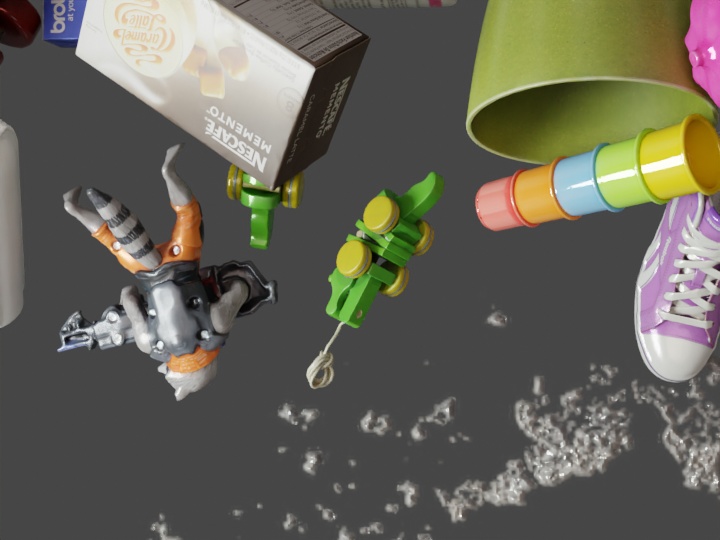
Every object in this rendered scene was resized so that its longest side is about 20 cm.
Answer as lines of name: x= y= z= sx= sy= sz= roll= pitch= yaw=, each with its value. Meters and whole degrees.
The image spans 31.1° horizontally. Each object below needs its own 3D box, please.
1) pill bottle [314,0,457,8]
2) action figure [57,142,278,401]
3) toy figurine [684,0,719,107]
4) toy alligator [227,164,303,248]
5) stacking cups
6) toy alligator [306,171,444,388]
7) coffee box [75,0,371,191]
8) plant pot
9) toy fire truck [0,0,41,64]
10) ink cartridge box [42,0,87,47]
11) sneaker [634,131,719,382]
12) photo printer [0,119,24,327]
pill bottle: x=-0.021 y=-0.265 z=1.029 sx=0.198 sy=0.113 sz=0.114 roll=0 pitch=90 yaw=7
action figure: x=-0.180 y=0.018 z=1.050 sx=0.199 sy=0.105 sz=0.195 roll=-22 pitch=102 yaw=11
toy figurine: x=0.309 y=-0.162 z=0.884 sx=0.150 sy=0.183 sz=0.201 roll=47 pitch=114 yaw=48
toy alligator: x=-0.071 y=-0.118 z=1.058 sx=0.059 sy=0.054 sz=0.202 roll=10 pitch=92 yaw=5
stacking cups: x=0.177 y=-0.063 z=0.991 sx=0.199 sy=0.060 sz=0.061 roll=-17 pitch=88 yaw=43
toy alligator: x=0.000 y=0.000 z=1.063 sx=0.054 sy=0.059 sz=0.201 roll=37 pitch=97 yaw=47
coffee box: x=-0.107 y=-0.169 z=0.977 sx=0.199 sy=0.080 sz=0.115 roll=35 pitch=129 yaw=14
plant pot: x=0.174 y=-0.204 z=0.990 sx=0.186 sy=0.187 sz=0.202 roll=0 pitch=76 yaw=7
toy fire truck: x=-0.359 y=-0.210 z=1.032 sx=0.167 sy=0.200 sz=0.113 roll=23 pitch=72 yaw=2
ink cartridge box: x=-0.214 y=-0.290 z=1.087 sx=0.093 sy=0.044 sz=0.202 roll=2 pitch=91 yaw=8
sneaker: x=0.259 y=-0.009 z=1.000 sx=0.072 sy=0.114 sz=0.202 roll=9 pitch=93 yaw=5
photo printer: x=-0.354 y=-0.057 z=1.043 sx=0.165 sy=0.070 sz=0.201 roll=15 pitch=129 yaw=6
